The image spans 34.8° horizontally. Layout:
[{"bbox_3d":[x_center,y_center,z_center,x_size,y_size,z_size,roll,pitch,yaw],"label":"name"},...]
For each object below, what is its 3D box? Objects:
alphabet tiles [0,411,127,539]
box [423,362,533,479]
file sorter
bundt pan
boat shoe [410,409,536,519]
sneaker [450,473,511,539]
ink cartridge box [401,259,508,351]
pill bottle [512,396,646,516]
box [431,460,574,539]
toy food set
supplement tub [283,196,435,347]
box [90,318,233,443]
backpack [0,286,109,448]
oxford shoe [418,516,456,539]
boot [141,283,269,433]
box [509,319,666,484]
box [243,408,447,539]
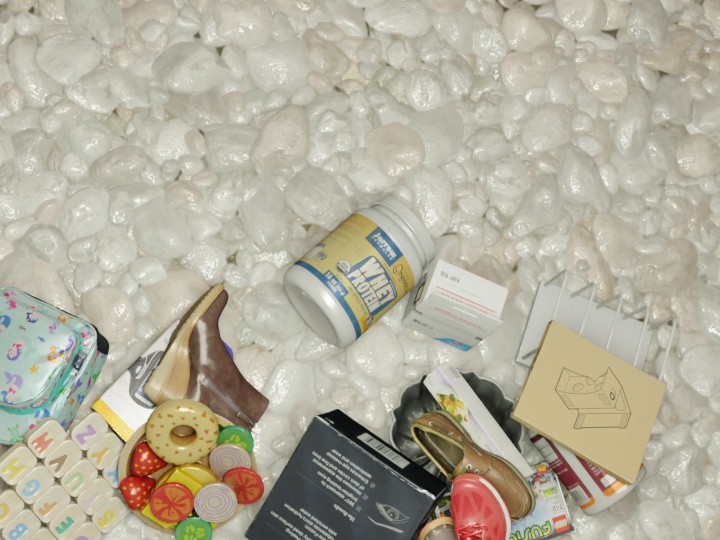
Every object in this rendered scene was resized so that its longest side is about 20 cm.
[{"bbox_3d":[-0.397,0.294,1.542,0.195,0.015,0.201,-42,125,-18],"label":"alphabet tiles"},{"bbox_3d":[0.165,0.220,1.621,0.041,0.039,0.201,-10,56,-50],"label":"box"},{"bbox_3d":[0.362,0.103,1.751,0.198,0.125,0.140,23,73,-5],"label":"file sorter"},{"bbox_3d":[0.136,0.247,1.676,0.199,0.076,0.204,2,61,-3],"label":"bundt pan"},{"bbox_3d":[0.147,0.273,1.568,0.199,0.068,0.073,37,113,25],"label":"boat shoe"},{"bbox_3d":[0.156,0.376,1.504,0.077,0.116,0.202,-12,107,23],"label":"sneaker"},{"bbox_3d":[0.141,0.049,1.680,0.115,0.200,0.067,23,72,-5],"label":"ink cartridge box"},{"bbox_3d":[0.317,0.246,1.686,0.114,0.114,0.201,-34,82,-17],"label":"pill bottle"},{"bbox_3d":[0.207,0.362,1.698,0.197,0.035,0.111,-15,78,-15],"label":"box"},{"bbox_3d":[-0.233,0.280,1.579,0.197,0.049,0.201,36,101,-18],"label":"toy food set"},{"bbox_3d":[0.000,0.000,1.693,0.200,0.145,0.145,-41,86,-18],"label":"supplement tub"},{"bbox_3d":[-0.275,0.167,1.651,0.119,0.041,0.200,44,69,2],"label":"box"},{"bbox_3d":[-0.459,0.141,1.567,0.176,0.151,0.202,24,81,10],"label":"backpack"},{"bbox_3d":[0.135,0.417,1.588,0.071,0.201,0.073,-28,39,-6],"label":"oxford shoe"},{"bbox_3d":[-0.197,0.140,1.631,0.166,0.072,0.201,35,70,-14],"label":"boot"},{"bbox_3d":[0.327,0.185,1.637,0.198,0.021,0.165,29,64,-4],"label":"box"},{"bbox_3d":[-0.018,0.328,1.565,0.195,0.117,0.201,33,96,13],"label":"box"}]
